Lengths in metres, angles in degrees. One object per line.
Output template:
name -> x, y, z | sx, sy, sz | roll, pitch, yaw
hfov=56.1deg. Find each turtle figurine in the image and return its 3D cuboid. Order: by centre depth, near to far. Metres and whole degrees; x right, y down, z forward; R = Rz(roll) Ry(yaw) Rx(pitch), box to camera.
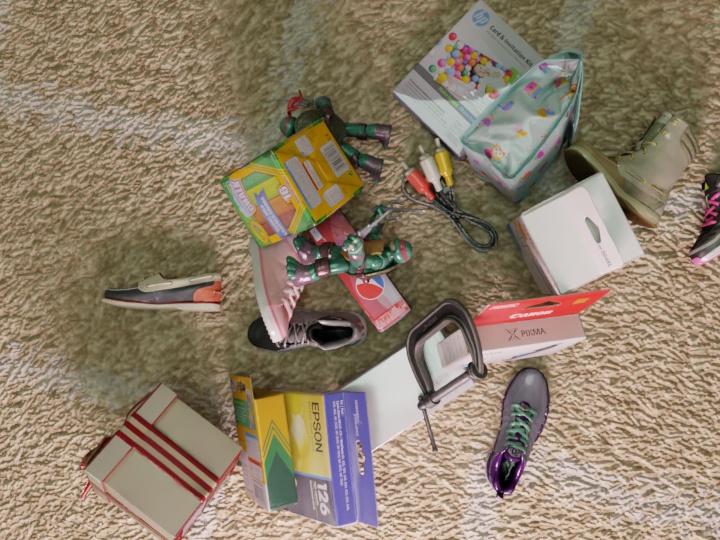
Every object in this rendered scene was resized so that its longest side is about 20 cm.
turtle figurine -> -0.001, -0.032, 0.977 | 0.199, 0.150, 0.101 | -12, 103, 14
turtle figurine -> -0.056, -0.210, 1.079 | 0.199, 0.101, 0.150 | 15, 91, 1

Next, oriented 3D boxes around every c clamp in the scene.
c clamp -> 0.121, 0.139, 0.946 | 0.027, 0.200, 0.171 | -7, 60, -28

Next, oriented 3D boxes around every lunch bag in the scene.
lunch bag -> 0.256, -0.214, 0.999 | 0.122, 0.170, 0.200 | 42, 94, 16

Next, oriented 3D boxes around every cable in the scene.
cable -> 0.135, -0.105, 1.073 | 0.097, 0.050, 0.200 | -33, 85, 9

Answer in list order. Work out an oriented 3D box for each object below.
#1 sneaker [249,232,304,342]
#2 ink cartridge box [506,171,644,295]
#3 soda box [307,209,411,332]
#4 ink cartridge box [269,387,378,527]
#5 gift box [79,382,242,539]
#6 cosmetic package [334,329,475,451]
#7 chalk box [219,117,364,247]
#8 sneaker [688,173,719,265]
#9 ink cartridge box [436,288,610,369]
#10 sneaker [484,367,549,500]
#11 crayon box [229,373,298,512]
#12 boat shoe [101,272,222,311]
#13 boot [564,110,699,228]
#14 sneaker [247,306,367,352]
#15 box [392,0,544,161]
sneaker -> -0.111, 0.014, 1.057 | 0.104, 0.076, 0.201 | -13, 51, -2
ink cartridge box -> 0.304, -0.048, 0.977 | 0.125, 0.200, 0.129 | -28, 86, 5
soda box -> 0.000, 0.000, 1.077 | 0.063, 0.070, 0.200 | -35, 84, 3
ink cartridge box -> -0.061, 0.283, 1.036 | 0.200, 0.047, 0.199 | -9, 86, 51
gift box -> -0.314, 0.308, 1.042 | 0.186, 0.200, 0.185 | 37, 54, 3
cosmetic package -> 0.068, 0.182, 1.062 | 0.200, 0.081, 0.113 | -32, 85, 6
chalk box -> -0.119, -0.124, 1.033 | 0.200, 0.124, 0.125 | -18, 108, 49
sneaker -> 0.542, -0.102, 1.015 | 0.087, 0.074, 0.200 | 36, 88, 6
ink cartridge box -> 0.233, 0.087, 0.961 | 0.199, 0.176, 0.045 | -5, 69, -20
sneaker -> 0.247, 0.250, 1.035 | 0.074, 0.088, 0.201 | 15, 91, 7
crayon box -> -0.154, 0.260, 1.061 | 0.051, 0.126, 0.201 | -8, 88, -26
boat shoe -> -0.326, 0.034, 1.117 | 0.199, 0.071, 0.063 | 0, 83, 5
boot -> 0.407, -0.175, 1.007 | 0.200, 0.072, 0.155 | 32, 91, -23
sneaker -> -0.092, 0.093, 1.064 | 0.199, 0.115, 0.075 | -5, 89, 6
box -> 0.174, -0.301, 1.078 | 0.200, 0.041, 0.156 | -45, 85, 3
